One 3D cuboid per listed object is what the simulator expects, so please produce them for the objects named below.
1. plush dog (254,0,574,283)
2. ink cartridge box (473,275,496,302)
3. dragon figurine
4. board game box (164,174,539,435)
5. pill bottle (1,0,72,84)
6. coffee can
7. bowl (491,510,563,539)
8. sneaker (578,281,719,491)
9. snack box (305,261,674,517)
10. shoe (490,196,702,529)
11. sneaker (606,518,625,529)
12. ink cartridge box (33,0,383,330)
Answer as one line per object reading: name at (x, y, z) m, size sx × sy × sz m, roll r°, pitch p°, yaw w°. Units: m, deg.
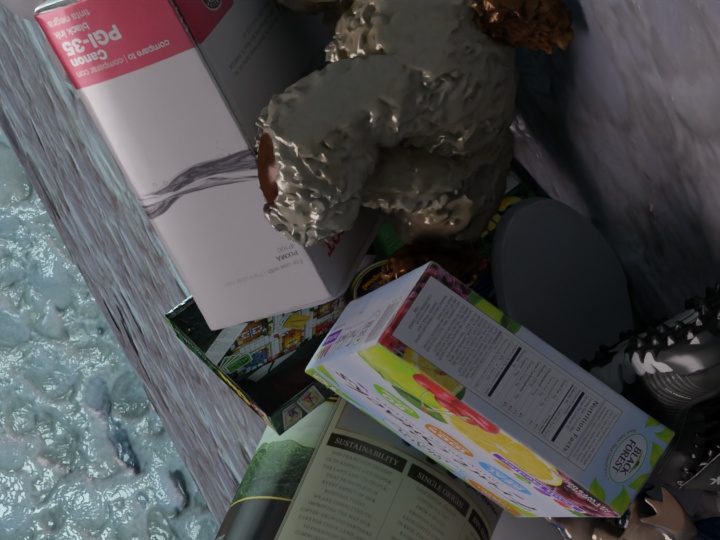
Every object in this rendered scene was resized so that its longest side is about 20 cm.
plush dog at (0.033, -0.084, 1.239) m, size 0.172 × 0.160 × 0.201 m, roll 74°, pitch -167°, yaw -60°
ink cartridge box at (0.033, -0.029, 1.484) m, size 0.200 × 0.076 × 0.136 m, roll 60°, pitch 167°, yaw 10°
dragon figurine at (0.182, 0.155, 1.218) m, size 0.200 × 0.059 × 0.099 m, roll 29°, pitch -178°, yaw 15°
board game box at (0.000, 0.000, 1.344) m, size 0.105 × 0.200 × 0.024 m, roll 41°, pitch 160°, yaw 40°
pill bottle at (-0.175, -0.215, 1.384) m, size 0.200 × 0.115 × 0.116 m, roll 61°, pitch 167°, yaw 9°
coffee can at (0.011, 0.120, 1.367) m, size 0.146 × 0.200 × 0.147 m, roll 20°, pitch 153°, yaw 10°
bowl at (0.051, 0.136, 1.583) m, size 0.200 × 0.075 × 0.200 m, roll 44°, pitch 179°, yaw -32°
sneaker at (0.164, 0.062, 1.162) m, size 0.091 × 0.066 × 0.200 m, roll 57°, pitch 168°, yaw 2°
snack box at (0.058, 0.064, 1.193) m, size 0.142 × 0.053 × 0.200 m, roll 36°, pitch 169°, yaw -6°
shoe at (0.114, 0.051, 1.316) m, size 0.201 × 0.071 × 0.091 m, roll 63°, pitch 165°, yaw -13°
sneaker at (0.191, 0.182, 1.298) m, size 0.200 × 0.077 × 0.085 m, roll 42°, pitch 147°, yaw 41°
ink cartridge box at (-0.069, -0.091, 1.273) m, size 0.200 × 0.083 × 0.147 m, roll 63°, pitch -152°, yaw -21°
